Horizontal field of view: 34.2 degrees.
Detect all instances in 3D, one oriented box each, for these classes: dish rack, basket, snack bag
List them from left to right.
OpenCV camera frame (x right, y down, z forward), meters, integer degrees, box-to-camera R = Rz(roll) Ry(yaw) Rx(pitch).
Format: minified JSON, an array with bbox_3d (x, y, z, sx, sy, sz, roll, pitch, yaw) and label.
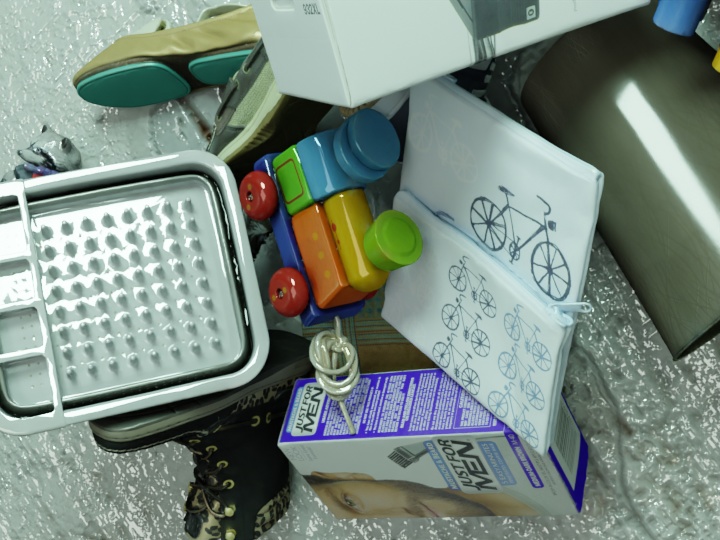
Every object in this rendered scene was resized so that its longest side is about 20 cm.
[{"bbox_3d":[-0.172,0.015,0.810,0.197,0.044,0.174,-12,78,-10],"label":"dish rack"},{"bbox_3d":[0.076,-0.012,0.748,0.188,0.021,0.202,42,136,44],"label":"snack bag"},{"bbox_3d":[0.205,-0.070,0.757,0.201,0.179,0.136,53,151,15],"label":"basket"}]

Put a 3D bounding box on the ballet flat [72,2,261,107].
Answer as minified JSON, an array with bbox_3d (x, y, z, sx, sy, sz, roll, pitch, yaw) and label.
[{"bbox_3d":[-0.137,-0.174,0.932,0.197,0.069,0.064,-5,67,20],"label":"ballet flat"}]

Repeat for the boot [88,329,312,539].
[{"bbox_3d":[-0.116,0.138,0.880,0.073,0.199,0.152,22,118,33],"label":"boot"}]

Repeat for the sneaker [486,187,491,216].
[{"bbox_3d":[0.101,-0.010,0.820,0.077,0.080,0.202,-4,124,-13],"label":"sneaker"}]

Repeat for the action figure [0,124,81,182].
[{"bbox_3d":[-0.300,-0.035,0.974,0.199,0.105,0.195,26,101,-26],"label":"action figure"}]

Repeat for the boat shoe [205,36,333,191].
[{"bbox_3d":[-0.070,-0.124,0.876,0.201,0.071,0.067,-44,62,51],"label":"boat shoe"}]

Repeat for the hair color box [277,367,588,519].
[{"bbox_3d":[0.053,0.127,0.848,0.198,0.065,0.110,-6,137,27],"label":"hair color box"}]

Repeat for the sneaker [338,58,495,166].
[{"bbox_3d":[0.081,-0.153,0.837,0.108,0.070,0.201,44,80,-27],"label":"sneaker"}]

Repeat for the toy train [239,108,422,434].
[{"bbox_3d":[0.000,0.000,0.788,0.115,0.084,0.202,-28,77,49],"label":"toy train"}]

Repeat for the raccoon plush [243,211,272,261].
[{"bbox_3d":[-0.135,-0.013,0.932,0.134,0.199,0.098,27,140,54],"label":"raccoon plush"}]

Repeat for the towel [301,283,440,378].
[{"bbox_3d":[0.047,0.055,0.900,0.197,0.022,0.149,-3,95,23],"label":"towel"}]

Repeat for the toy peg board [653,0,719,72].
[{"bbox_3d":[0.258,-0.150,0.699,0.197,0.200,0.099,24,121,11],"label":"toy peg board"}]

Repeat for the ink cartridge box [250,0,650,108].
[{"bbox_3d":[0.047,-0.170,0.702,0.198,0.145,0.085,-21,108,-16],"label":"ink cartridge box"}]
